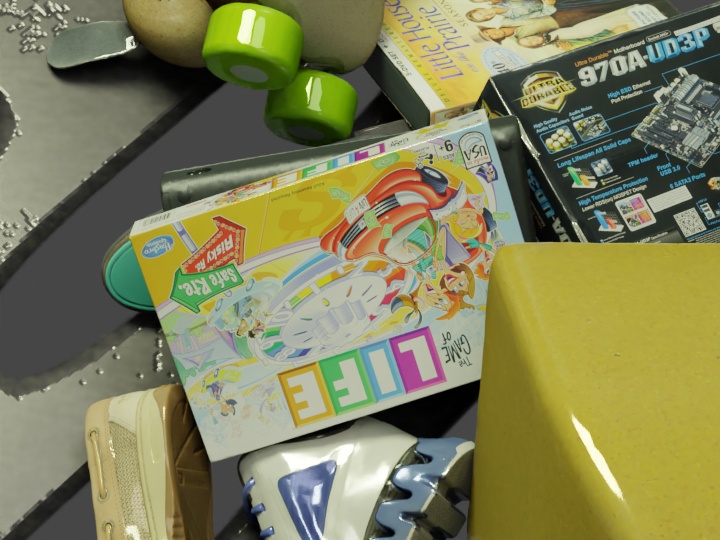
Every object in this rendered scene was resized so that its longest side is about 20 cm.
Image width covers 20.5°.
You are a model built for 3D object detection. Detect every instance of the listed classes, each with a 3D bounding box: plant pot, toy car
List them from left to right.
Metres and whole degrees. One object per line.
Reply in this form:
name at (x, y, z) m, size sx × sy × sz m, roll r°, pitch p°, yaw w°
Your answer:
toy car at (-0.097, -0.175, 1.180) m, size 0.199 × 0.158 × 0.165 m, roll 3°, pitch 71°, yaw 25°
plant pot at (0.165, 0.121, 0.976) m, size 0.193 × 0.197 × 0.200 m, roll 0°, pitch 32°, yaw -5°

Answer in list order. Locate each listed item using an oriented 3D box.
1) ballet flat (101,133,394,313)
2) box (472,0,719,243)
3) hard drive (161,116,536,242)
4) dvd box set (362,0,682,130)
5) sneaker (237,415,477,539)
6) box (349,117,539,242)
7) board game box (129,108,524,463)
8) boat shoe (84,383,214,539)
ballet flat at (-0.055, -0.030, 1.162) m, size 0.199 × 0.073 × 0.074 m, roll -21°, pitch 71°, yaw 7°
box at (0.187, -0.065, 1.156) m, size 0.199 × 0.046 × 0.160 m, roll -20°, pitch 69°, yaw -22°
hard drive at (0.000, 0.000, 1.106) m, size 0.198 × 0.033 × 0.141 m, roll -9°, pitch 105°, yaw 3°
dvd box set at (0.100, -0.148, 1.252) m, size 0.199 × 0.030 × 0.147 m, roll -14°, pitch 42°, yaw -20°
sneaker at (-0.028, 0.159, 1.090) m, size 0.115 × 0.081 × 0.200 m, roll 27°, pitch 77°, yaw 28°
box at (0.105, -0.030, 1.223) m, size 0.199 × 0.048 × 0.159 m, roll -16°, pitch 72°, yaw -21°
board game box at (-0.008, 0.009, 1.066) m, size 0.199 × 0.034 × 0.135 m, roll -18°, pitch 105°, yaw 5°
boat shoe at (-0.114, 0.164, 1.071) m, size 0.064 × 0.071 × 0.201 m, roll -11°, pitch 70°, yaw 18°
